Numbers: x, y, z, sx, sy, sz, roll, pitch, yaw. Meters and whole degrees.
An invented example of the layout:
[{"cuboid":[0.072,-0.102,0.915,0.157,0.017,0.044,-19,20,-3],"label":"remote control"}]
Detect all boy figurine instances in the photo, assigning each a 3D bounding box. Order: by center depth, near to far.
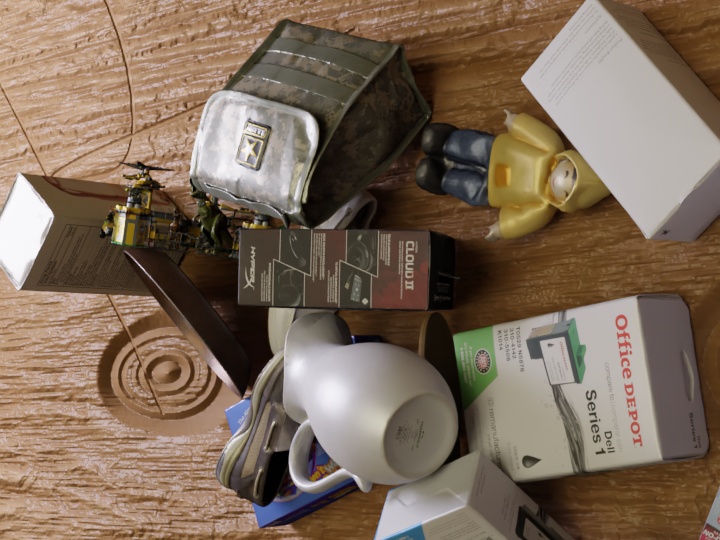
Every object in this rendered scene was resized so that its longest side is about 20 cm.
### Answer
[{"cuboid":[0.145,-0.084,1.436,0.200,0.064,0.125,17,96,42],"label":"boy figurine"}]

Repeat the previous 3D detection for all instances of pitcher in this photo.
[{"cuboid":[-0.002,0.144,1.422,0.200,0.121,0.172,24,108,56],"label":"pitcher"}]

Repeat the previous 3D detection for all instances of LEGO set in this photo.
[{"cuboid":[-0.170,-0.078,1.618,0.199,0.154,0.116,8,94,1],"label":"LEGO set"}]

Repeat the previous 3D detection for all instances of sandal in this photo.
[{"cuboid":[0.060,0.151,1.484,0.069,0.078,0.212,-14,84,29],"label":"sandal"}]

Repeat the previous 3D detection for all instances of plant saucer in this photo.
[{"cuboid":[-0.176,0.048,1.629,0.034,0.200,0.200,-38,57,-10],"label":"plant saucer"}]

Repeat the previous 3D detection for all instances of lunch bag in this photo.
[{"cuboid":[-0.060,-0.138,1.520,0.164,0.118,0.200,20,62,39],"label":"lunch bag"}]

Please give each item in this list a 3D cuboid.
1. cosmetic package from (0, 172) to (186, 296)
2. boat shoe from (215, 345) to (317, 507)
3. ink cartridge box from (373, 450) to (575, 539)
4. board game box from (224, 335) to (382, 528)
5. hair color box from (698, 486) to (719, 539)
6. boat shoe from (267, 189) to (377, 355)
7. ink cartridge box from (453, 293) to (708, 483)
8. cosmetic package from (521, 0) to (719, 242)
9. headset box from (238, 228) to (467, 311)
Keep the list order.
[{"cuboid":[-0.298,-0.037,1.713,0.087,0.200,0.104,46,115,33],"label":"cosmetic package"},{"cuboid":[-0.073,0.152,1.550,0.073,0.074,0.200,37,117,22],"label":"boat shoe"},{"cuboid":[0.123,0.263,1.394,0.116,0.200,0.068,-29,28,35],"label":"ink cartridge box"},{"cuboid":[-0.042,0.168,1.591,0.200,0.045,0.135,-31,69,35],"label":"board game box"},{"cuboid":[0.305,0.273,1.260,0.061,0.099,0.201,27,105,37],"label":"hair color box"},{"cuboid":[-0.036,0.007,1.576,0.069,0.071,0.201,25,103,39],"label":"boat shoe"},{"cuboid":[0.193,0.108,1.371,0.200,0.084,0.147,-15,79,39],"label":"ink cartridge box"},{"cuboid":[0.244,-0.132,1.340,0.108,0.085,0.200,-48,60,28],"label":"cosmetic package"},{"cuboid":[0.000,0.000,1.462,0.199,0.149,0.078,2,89,12],"label":"headset box"}]
